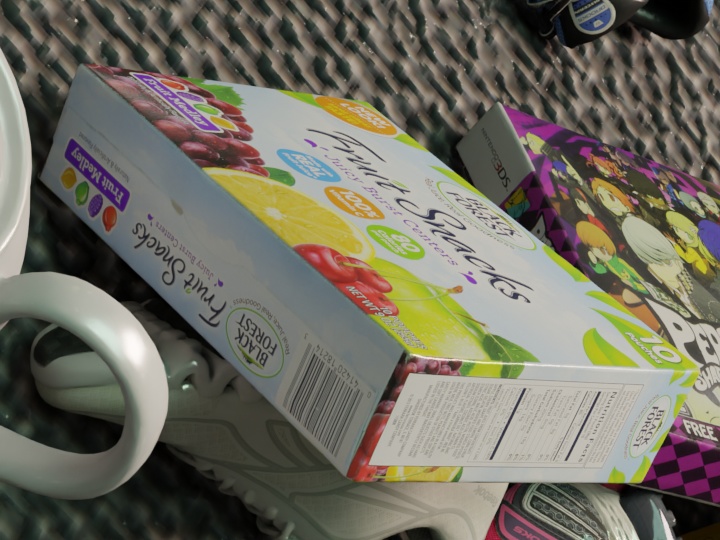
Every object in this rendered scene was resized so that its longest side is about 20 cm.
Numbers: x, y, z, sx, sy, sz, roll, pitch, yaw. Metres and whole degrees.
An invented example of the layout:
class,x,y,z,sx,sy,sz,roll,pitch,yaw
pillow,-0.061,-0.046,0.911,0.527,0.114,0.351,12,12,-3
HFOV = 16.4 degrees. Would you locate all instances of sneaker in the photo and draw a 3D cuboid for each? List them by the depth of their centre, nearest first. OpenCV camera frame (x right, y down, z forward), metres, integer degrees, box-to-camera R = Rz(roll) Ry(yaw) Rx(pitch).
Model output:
class,x,y,z,sx,sy,sz,roll,pitch,yaw
sneaker,-0.026,0.061,0.887,0.199,0.075,0.082,13,101,-28
sneaker,0.101,0.174,0.963,0.074,0.081,0.201,-20,80,-30
sneaker,0.092,-0.150,1.086,0.199,0.078,0.090,14,61,-40

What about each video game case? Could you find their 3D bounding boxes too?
class,x,y,z,sx,sy,sz,roll,pitch,yaw
video game case,0.147,0.026,1.046,0.199,0.036,0.182,17,37,-39

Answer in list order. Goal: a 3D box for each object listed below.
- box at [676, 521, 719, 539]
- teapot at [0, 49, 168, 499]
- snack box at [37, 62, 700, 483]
class,x,y,z,sx,sy,sz,roll,pitch,yaw
box,0.217,0.177,1.077,0.199,0.064,0.070,32,53,-31
teapot,-0.166,-0.031,0.732,0.199,0.146,0.199,7,68,-43
snack box,0.000,0.000,0.864,0.142,0.053,0.200,6,26,-44
